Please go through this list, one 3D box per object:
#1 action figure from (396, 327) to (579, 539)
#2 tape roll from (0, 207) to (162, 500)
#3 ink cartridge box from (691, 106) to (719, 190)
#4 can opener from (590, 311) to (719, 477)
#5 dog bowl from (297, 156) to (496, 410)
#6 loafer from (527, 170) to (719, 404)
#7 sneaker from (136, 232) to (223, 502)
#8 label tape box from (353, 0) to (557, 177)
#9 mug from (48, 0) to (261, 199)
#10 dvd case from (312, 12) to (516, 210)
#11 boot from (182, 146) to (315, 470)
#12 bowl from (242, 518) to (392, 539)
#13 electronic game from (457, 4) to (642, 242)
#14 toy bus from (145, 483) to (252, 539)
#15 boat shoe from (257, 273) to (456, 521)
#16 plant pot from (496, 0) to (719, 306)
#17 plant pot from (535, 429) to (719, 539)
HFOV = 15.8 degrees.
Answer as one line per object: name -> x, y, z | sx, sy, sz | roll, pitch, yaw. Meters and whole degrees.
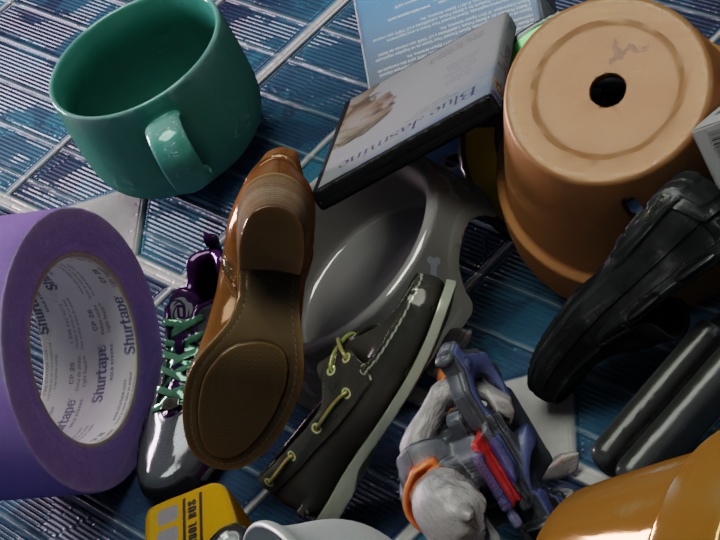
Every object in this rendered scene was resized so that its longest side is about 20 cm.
action figure -> 0.078, 0.135, 1.564 | 0.104, 0.200, 0.193 | -27, 5, 19
tape roll -> -0.226, 0.058, 1.805 | 0.085, 0.200, 0.200 | -6, 42, 27
ink cartridge box -> 0.286, -0.088, 1.671 | 0.037, 0.095, 0.200 | -19, 12, 38
can opener -> 0.232, 0.065, 1.629 | 0.200, 0.067, 0.053 | -49, 41, -4
dog bowl -> 0.000, 0.000, 1.800 | 0.200, 0.059, 0.200 | -31, 37, 26
loafer -> 0.174, 0.023, 1.639 | 0.068, 0.070, 0.201 | -35, -15, -52
sneaker -> -0.126, 0.068, 1.822 | 0.074, 0.088, 0.200 | -8, 41, 26
label tape box -> 0.082, -0.139, 1.936 | 0.143, 0.066, 0.201 | -18, 62, 15
mug -> -0.159, -0.119, 2.043 | 0.152, 0.115, 0.185 | -5, 43, 28
dvd case -> 0.040, -0.114, 1.808 | 0.142, 0.018, 0.200 | -28, 16, 16
boot -> -0.067, 0.021, 1.737 | 0.073, 0.201, 0.155 | 15, 17, -5
bowl -> 0.013, 0.222, 1.480 | 0.090, 0.202, 0.201 | -21, 33, -19
electronic game -> 0.164, -0.101, 1.821 | 0.199, 0.042, 0.201 | -10, 62, 19
toy bus -> -0.091, 0.225, 1.631 | 0.078, 0.065, 0.200 | -21, 37, 11
boat shoe -> -0.003, 0.078, 1.653 | 0.201, 0.060, 0.072 | -61, 0, 28
plant pot -> 0.175, -0.088, 1.707 | 0.199, 0.140, 0.201 | -7, 64, 16
plant pot -> 0.196, 0.179, 1.412 | 0.183, 0.200, 0.200 | -7, 39, 52
